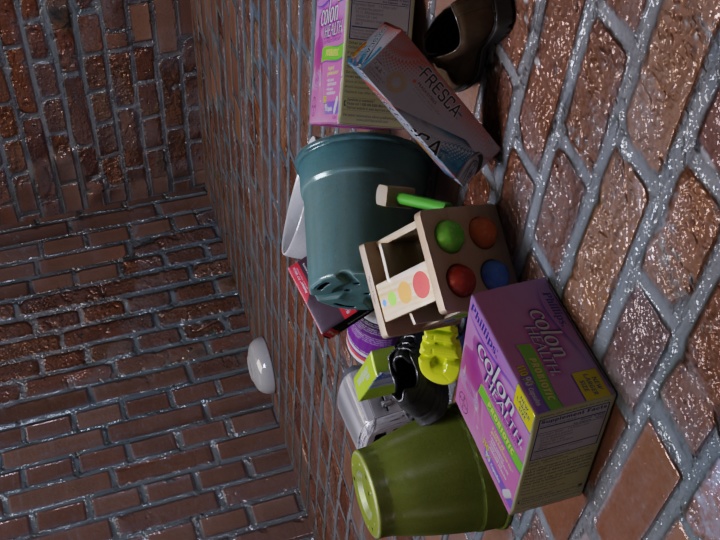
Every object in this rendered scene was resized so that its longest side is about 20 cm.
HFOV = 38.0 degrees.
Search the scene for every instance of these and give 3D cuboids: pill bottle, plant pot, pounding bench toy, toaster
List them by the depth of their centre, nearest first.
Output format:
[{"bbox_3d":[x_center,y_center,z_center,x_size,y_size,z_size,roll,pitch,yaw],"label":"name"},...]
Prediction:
[{"bbox_3d":[0.093,-0.037,1.310,0.156,0.124,0.201,-29,73,54],"label":"pounding bench toy"},{"bbox_3d":[0.003,-0.059,1.465,0.200,0.199,0.197,115,157,-68],"label":"plant pot"},{"bbox_3d":[0.094,0.304,1.527,0.200,0.192,0.202,167,90,-76],"label":"plant pot"},{"bbox_3d":[0.038,0.068,1.718,0.201,0.112,0.113,98,156,-54],"label":"pill bottle"},{"bbox_3d":[0.026,0.260,1.932,0.200,0.113,0.130,102,150,-56],"label":"toaster"}]

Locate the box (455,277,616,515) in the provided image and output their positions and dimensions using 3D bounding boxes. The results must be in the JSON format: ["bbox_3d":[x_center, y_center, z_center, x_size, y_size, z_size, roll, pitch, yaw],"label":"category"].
[{"bbox_3d":[0.192,0.146,1.201,0.201,0.096,0.176,94,159,-47],"label":"box"}]

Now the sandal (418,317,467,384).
[{"bbox_3d":[0.122,0.053,1.460,0.087,0.079,0.201,-44,-36,-61],"label":"sandal"}]

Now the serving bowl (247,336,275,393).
[{"bbox_3d":[-0.347,0.330,3.578,0.200,0.065,0.202,168,90,-75],"label":"serving bowl"}]

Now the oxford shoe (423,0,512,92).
[{"bbox_3d":[0.107,-0.266,1.220,0.200,0.084,0.073,114,140,-70],"label":"oxford shoe"}]

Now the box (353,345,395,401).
[{"bbox_3d":[0.063,0.157,1.670,0.200,0.121,0.048,116,140,-69],"label":"box"}]

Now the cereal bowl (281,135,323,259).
[{"bbox_3d":[-0.062,-0.110,1.675,0.200,0.083,0.201,-165,90,-79],"label":"cereal bowl"}]

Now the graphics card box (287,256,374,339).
[{"bbox_3d":[0.000,0.000,1.607,0.126,0.199,0.051,62,-170,19],"label":"graphics card box"}]

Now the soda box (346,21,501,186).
[{"bbox_3d":[0.075,-0.195,1.230,0.200,0.068,0.064,45,-177,-27],"label":"soda box"}]

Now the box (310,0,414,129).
[{"bbox_3d":[-0.001,-0.302,1.472,0.176,0.096,0.202,-152,66,-73],"label":"box"}]

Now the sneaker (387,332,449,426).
[{"bbox_3d":[0.082,0.120,1.520,0.076,0.091,0.201,-28,45,31],"label":"sneaker"}]
